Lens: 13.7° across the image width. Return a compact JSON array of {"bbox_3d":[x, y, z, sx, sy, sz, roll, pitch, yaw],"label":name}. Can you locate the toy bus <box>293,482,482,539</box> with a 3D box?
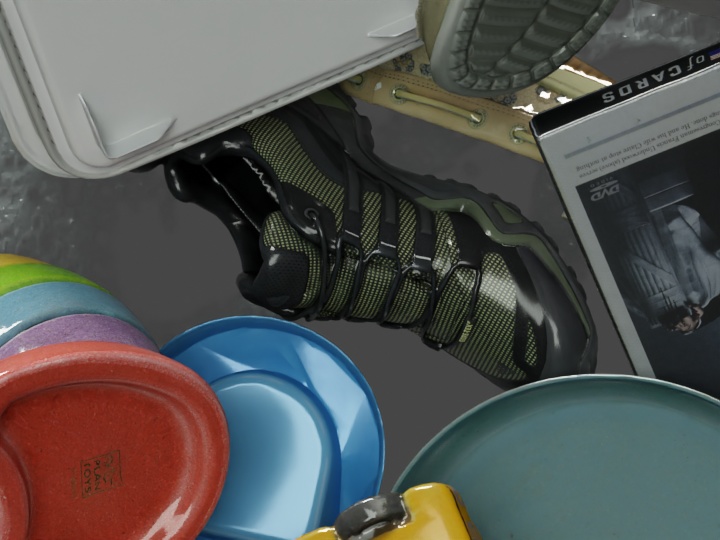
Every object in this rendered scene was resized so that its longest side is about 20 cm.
[{"bbox_3d":[-0.040,0.151,1.155,0.200,0.078,0.065,-25,72,8],"label":"toy bus"}]

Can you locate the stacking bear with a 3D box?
[{"bbox_3d":[-0.148,0.042,1.195,0.114,0.200,0.122,-16,122,-28],"label":"stacking bear"}]

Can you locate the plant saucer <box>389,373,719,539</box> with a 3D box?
[{"bbox_3d":[0.101,0.133,1.190,0.200,0.027,0.200,3,106,11],"label":"plant saucer"}]

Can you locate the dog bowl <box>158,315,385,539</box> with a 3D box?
[{"bbox_3d":[-0.050,0.119,1.231,0.111,0.050,0.200,11,87,10],"label":"dog bowl"}]

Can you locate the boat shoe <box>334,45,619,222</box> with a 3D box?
[{"bbox_3d":[0.083,-0.053,1.220,0.200,0.073,0.063,33,96,21],"label":"boat shoe"}]

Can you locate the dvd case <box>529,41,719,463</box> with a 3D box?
[{"bbox_3d":[0.170,-0.001,1.166,0.150,0.025,0.200,-22,118,7],"label":"dvd case"}]

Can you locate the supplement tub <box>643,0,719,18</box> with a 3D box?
[{"bbox_3d":[0.167,-0.205,1.180,0.144,0.144,0.200,9,86,9],"label":"supplement tub"}]

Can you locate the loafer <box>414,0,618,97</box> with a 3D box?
[{"bbox_3d":[0.070,-0.161,1.127,0.070,0.075,0.200,43,117,47],"label":"loafer"}]

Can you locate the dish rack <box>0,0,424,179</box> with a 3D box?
[{"bbox_3d":[-0.053,-0.125,1.133,0.200,0.044,0.172,-24,125,-9],"label":"dish rack"}]

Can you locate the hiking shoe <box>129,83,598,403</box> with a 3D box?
[{"bbox_3d":[0.000,0.000,1.202,0.200,0.076,0.101,36,48,17],"label":"hiking shoe"}]
